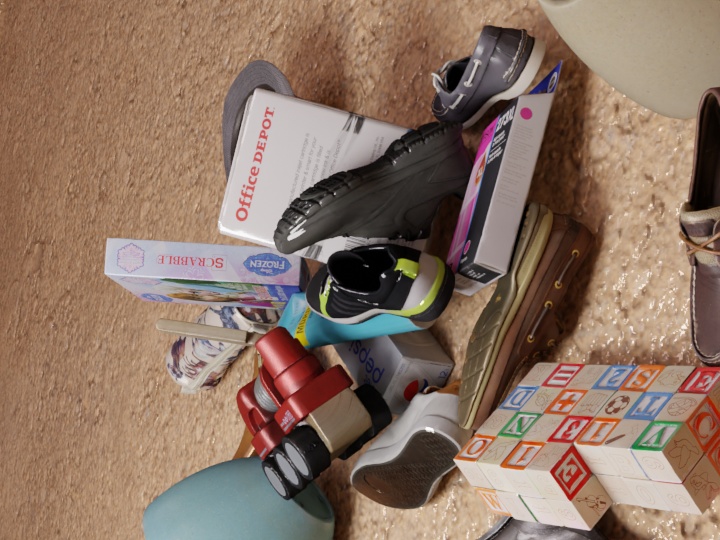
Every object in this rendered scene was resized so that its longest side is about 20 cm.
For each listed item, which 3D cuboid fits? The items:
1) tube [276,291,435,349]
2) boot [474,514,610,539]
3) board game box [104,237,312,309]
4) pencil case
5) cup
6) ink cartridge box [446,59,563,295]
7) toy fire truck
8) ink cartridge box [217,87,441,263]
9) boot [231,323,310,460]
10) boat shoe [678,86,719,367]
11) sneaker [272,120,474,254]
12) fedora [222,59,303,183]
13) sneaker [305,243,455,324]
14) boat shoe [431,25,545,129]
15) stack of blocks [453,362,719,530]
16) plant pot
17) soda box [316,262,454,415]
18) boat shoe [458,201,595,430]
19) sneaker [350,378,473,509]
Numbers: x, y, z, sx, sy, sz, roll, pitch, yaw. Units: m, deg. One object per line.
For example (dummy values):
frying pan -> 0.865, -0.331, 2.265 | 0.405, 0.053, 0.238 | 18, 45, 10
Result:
tube -> -0.013, 0.041, 1.172 | 0.200, 0.050, 0.078 | -12, 39, 45
boot -> 0.146, 0.264, 0.942 | 0.200, 0.069, 0.174 | -65, 33, 20
board game box -> -0.156, 0.007, 1.319 | 0.200, 0.199, 0.041 | 78, -165, -80
pencil case -> -0.169, 0.080, 1.508 | 0.200, 0.078, 0.090 | -44, 26, 44
cup -> 0.212, -0.227, 0.911 | 0.200, 0.143, 0.201 | -25, 60, 53
ink cartridge box -> 0.122, -0.082, 1.054 | 0.095, 0.037, 0.200 | 137, 153, -72
toy fire truck -> -0.091, 0.110, 1.160 | 0.200, 0.129, 0.176 | 55, 158, 8
ink cartridge box -> -0.021, -0.082, 1.189 | 0.084, 0.200, 0.146 | -37, -37, -79
boot -> -0.112, 0.163, 1.390 | 0.200, 0.077, 0.155 | -50, 43, 37
boat shoe -> 0.250, -0.030, 0.856 | 0.072, 0.072, 0.200 | 7, 87, 59
sneaker -> 0.018, -0.057, 1.098 | 0.091, 0.200, 0.076 | 63, 178, -17
fedora -> -0.086, -0.141, 1.428 | 0.177, 0.090, 0.200 | -44, 52, 47
sneaker -> 0.000, 0.000, 1.069 | 0.200, 0.083, 0.072 | -6, 61, 54
boat shoe -> 0.101, -0.183, 1.124 | 0.073, 0.063, 0.200 | -70, 15, -11
stack of blocks -> 0.175, 0.127, 0.887 | 0.115, 0.059, 0.200 | -44, 19, -27
plant pot -> -0.106, 0.270, 1.265 | 0.135, 0.200, 0.200 | -45, 40, 10
soda box -> 0.014, 0.061, 1.226 | 0.068, 0.063, 0.200 | -65, 34, 22
boat shoe -> 0.137, 0.046, 1.017 | 0.072, 0.067, 0.200 | -114, 44, -78
sneaker -> 0.059, 0.162, 1.142 | 0.085, 0.073, 0.200 | -59, 8, -36
